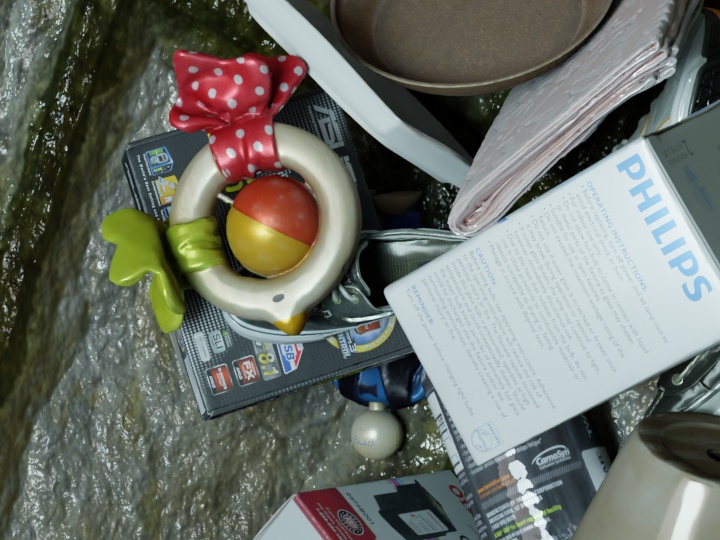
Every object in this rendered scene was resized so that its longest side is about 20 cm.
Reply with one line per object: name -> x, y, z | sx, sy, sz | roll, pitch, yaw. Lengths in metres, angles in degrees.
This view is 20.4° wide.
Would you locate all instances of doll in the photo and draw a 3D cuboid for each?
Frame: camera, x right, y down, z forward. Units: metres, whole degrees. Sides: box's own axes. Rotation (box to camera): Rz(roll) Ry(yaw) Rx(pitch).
doll -> 0.010, 0.042, 1.501 | 0.135, 0.048, 0.202 | 2, 100, 28

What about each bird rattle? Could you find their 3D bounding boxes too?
bird rattle -> -0.074, -0.045, 1.328 | 0.162, 0.113, 0.201 | 28, 80, 12

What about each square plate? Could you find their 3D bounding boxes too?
square plate -> -0.001, -0.132, 1.410 | 0.028, 0.198, 0.200 | -48, 64, 9

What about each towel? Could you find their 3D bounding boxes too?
towel -> 0.146, -0.120, 1.310 | 0.032, 0.200, 0.191 | 45, 121, -9

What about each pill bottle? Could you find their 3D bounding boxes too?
pill bottle -> 0.107, 0.104, 1.394 | 0.106, 0.106, 0.201 | -30, 74, 34

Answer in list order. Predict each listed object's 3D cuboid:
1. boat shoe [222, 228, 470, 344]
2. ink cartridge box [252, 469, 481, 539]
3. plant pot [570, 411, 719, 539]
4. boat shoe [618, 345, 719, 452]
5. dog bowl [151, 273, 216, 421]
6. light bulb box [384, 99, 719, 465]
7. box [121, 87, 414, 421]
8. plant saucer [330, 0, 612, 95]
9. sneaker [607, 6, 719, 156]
boat shoe -> 0.000, 0.000, 1.350 | 0.198, 0.071, 0.073 | -12, 77, 3
ink cartridge box -> 0.031, 0.224, 1.401 | 0.146, 0.199, 0.083 | 49, 116, 24
plant pot -> 0.209, 0.191, 1.252 | 0.199, 0.199, 0.175 | 25, 113, 34
boat shoe -> 0.233, 0.070, 1.324 | 0.200, 0.071, 0.064 | -44, 67, 21
dog bowl -> -0.114, 0.011, 1.530 | 0.200, 0.058, 0.202 | 164, 90, -76
light bulb box -> 0.157, 0.000, 1.215 | 0.199, 0.198, 0.125 | -31, 87, 31
box -> -0.065, -0.013, 1.416 | 0.044, 0.159, 0.202 | 136, 117, -77
plant saucer -> 0.079, -0.182, 1.381 | 0.200, 0.200, 0.037 | 27, 148, 33
sneaker -> 0.197, -0.079, 1.340 | 0.092, 0.075, 0.202 | 19, 103, 40
